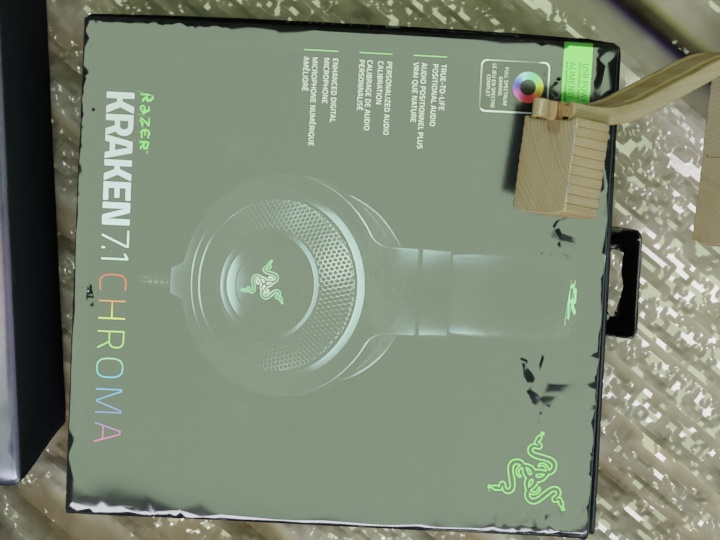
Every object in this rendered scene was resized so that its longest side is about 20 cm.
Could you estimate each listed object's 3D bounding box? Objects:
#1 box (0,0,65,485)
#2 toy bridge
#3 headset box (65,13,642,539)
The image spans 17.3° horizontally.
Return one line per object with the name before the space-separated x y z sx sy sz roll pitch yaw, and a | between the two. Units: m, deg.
box | -0.211 -0.030 0.829 0.196 0.123 0.202 -2 96 -1
toy bridge | 0.132 -0.041 0.816 0.199 0.027 0.068 9 89 -40
headset box | 0.000 0.000 0.845 0.198 0.093 0.176 4 96 -1
